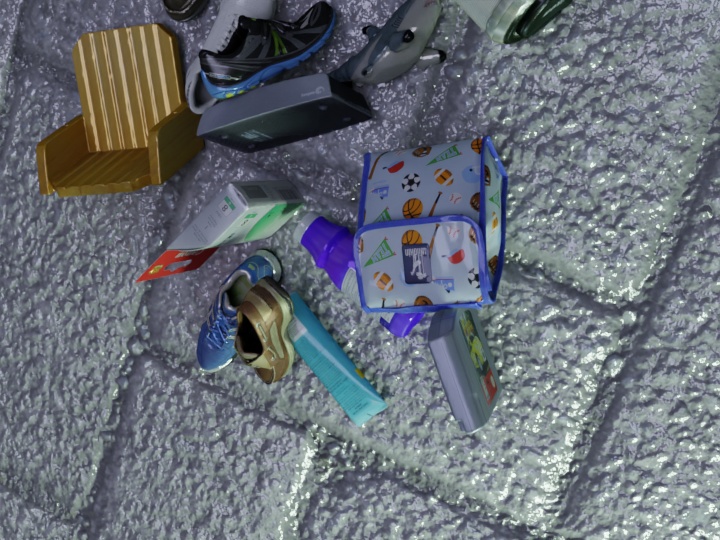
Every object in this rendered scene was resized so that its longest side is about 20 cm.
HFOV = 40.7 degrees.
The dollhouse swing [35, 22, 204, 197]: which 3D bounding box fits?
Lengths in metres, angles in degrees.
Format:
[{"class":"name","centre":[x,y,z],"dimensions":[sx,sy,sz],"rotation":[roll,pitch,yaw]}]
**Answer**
[{"class":"dollhouse swing","centre":[-0.342,-0.222,1.327],"dimensions":[0.198,0.182,0.178],"rotation":[-1,119,22]}]

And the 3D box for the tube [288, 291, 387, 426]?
[{"class":"tube","centre":[-0.046,0.122,1.327],"dimensions":[0.201,0.050,0.077],"rotation":[51,141,4]}]

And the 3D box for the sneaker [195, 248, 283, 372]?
[{"class":"sneaker","centre":[-0.184,0.058,1.353],"dimensions":[0.075,0.077,0.201],"rotation":[33,110,11]}]

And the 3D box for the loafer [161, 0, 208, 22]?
[{"class":"loafer","centre":[-0.230,-0.434,1.293],"dimensions":[0.074,0.070,0.202],"rotation":[20,105,17]}]

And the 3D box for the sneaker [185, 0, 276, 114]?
[{"class":"sneaker","centre":[-0.169,-0.294,1.276],"dimensions":[0.076,0.081,0.201],"rotation":[26,115,-13]}]

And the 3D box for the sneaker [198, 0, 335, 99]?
[{"class":"sneaker","centre":[-0.115,-0.290,1.224],"dimensions":[0.199,0.071,0.083],"rotation":[-33,112,-17]}]

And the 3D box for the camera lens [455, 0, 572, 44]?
[{"class":"camera lens","centre":[0.158,-0.373,1.105],"dimensions":[0.160,0.160,0.200],"rotation":[-45,82,21]}]

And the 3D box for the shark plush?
[{"class":"shark plush","centre":[0.027,-0.281,1.243],"dimensions":[0.199,0.090,0.084],"rotation":[-31,66,42]}]

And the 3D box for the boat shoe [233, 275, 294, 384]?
[{"class":"boat shoe","centre":[-0.137,0.089,1.296],"dimensions":[0.075,0.074,0.201],"rotation":[36,147,24]}]

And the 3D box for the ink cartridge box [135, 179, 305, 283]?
[{"class":"ink cartridge box","centre":[-0.184,-0.040,1.292],"dimensions":[0.200,0.161,0.050],"rotation":[-44,79,21]}]

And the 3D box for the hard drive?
[{"class":"hard drive","centre":[-0.098,-0.200,1.250],"dimensions":[0.198,0.135,0.043],"rotation":[-12,80,26]}]

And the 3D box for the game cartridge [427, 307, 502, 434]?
[{"class":"game cartridge","centre":[0.127,0.107,1.175],"dimensions":[0.041,0.200,0.134],"rotation":[-23,91,16]}]

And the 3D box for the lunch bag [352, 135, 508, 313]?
[{"class":"lunch bag","centre":[0.085,-0.047,1.167],"dimensions":[0.168,0.124,0.202],"rotation":[-4,64,24]}]

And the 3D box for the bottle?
[{"class":"bottle","centre":[0.000,0.000,1.271],"dimensions":[0.199,0.065,0.084],"rotation":[39,153,12]}]
